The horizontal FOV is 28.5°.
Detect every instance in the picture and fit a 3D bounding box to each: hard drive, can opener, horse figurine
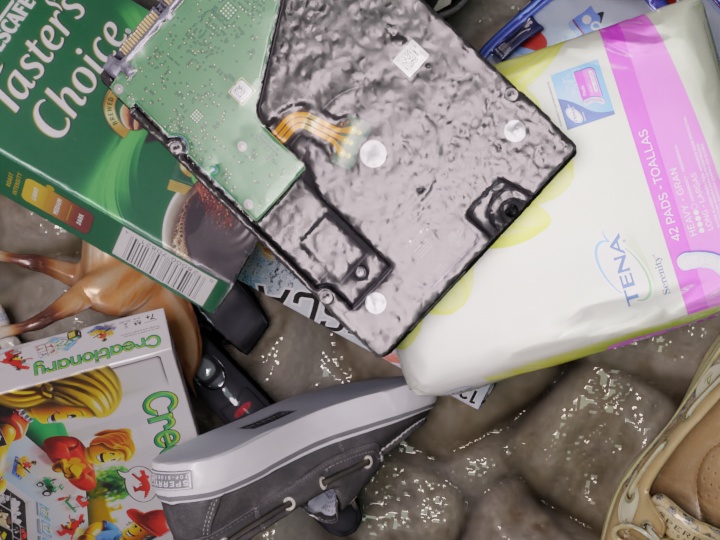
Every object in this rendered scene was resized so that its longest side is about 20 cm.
[{"bbox_3d":[-0.013,-0.076,0.687,0.200,0.038,0.140,43,97,6],"label":"hard drive"},{"bbox_3d":[-0.068,0.075,0.830,0.078,0.063,0.201,-39,86,8],"label":"can opener"},{"bbox_3d":[-0.149,-0.034,0.772,0.131,0.050,0.202,3,76,-22],"label":"horse figurine"}]

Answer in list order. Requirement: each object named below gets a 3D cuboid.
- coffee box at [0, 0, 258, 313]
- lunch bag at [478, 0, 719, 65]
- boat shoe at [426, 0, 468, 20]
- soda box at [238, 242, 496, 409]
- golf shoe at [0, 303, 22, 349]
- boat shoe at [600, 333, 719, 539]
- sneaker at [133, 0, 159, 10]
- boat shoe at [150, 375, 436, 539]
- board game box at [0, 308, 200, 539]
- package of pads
[{"bbox_3d":[-0.131,-0.079,0.736,0.199,0.044,0.124,31,60,-5],"label":"coffee box"},{"bbox_3d":[0.162,-0.088,0.785,0.160,0.076,0.201,-38,87,6],"label":"lunch bag"},{"bbox_3d":[-0.033,-0.176,0.776,0.199,0.063,0.074,9,91,-16],"label":"boat shoe"},{"bbox_3d":[0.000,0.000,0.811,0.199,0.068,0.064,28,104,7],"label":"soda box"},{"bbox_3d":[-0.219,0.071,0.850,0.198,0.078,0.098,18,89,6],"label":"golf shoe"},{"bbox_3d":[0.189,0.117,0.792,0.073,0.063,0.202,23,96,6],"label":"boat shoe"},{"bbox_3d":[-0.102,-0.149,0.821,0.198,0.074,0.089,7,95,8],"label":"sneaker"},{"bbox_3d":[-0.027,0.107,0.771,0.069,0.199,0.067,-6,97,40],"label":"boat shoe"},{"bbox_3d":[-0.147,0.115,0.783,0.125,0.035,0.201,-15,134,-6],"label":"board game box"},{"bbox_3d":[0.098,-0.031,0.723,0.198,0.068,0.156,-17,90,11],"label":"package of pads"}]
